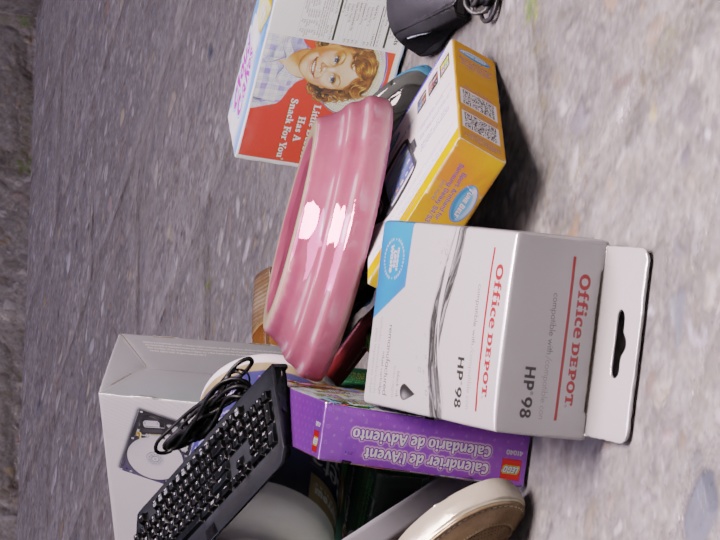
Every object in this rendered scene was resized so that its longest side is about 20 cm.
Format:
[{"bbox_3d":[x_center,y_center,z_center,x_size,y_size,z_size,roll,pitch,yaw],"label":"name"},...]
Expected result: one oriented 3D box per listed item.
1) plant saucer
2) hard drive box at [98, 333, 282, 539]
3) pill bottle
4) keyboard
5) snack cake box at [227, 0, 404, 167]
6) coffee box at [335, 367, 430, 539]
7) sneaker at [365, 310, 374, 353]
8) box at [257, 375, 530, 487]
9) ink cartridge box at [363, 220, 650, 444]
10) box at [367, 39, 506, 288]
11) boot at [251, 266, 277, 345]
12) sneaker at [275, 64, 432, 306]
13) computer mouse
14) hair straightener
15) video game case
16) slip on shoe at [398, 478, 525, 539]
[{"bbox_3d":[-0.026,-0.026,1.635,0.201,0.050,0.202,-166,90,-84],"label":"plant saucer"},{"bbox_3d":[-0.119,0.155,1.884,0.077,0.155,0.201,-76,-13,-50],"label":"hard drive box"},{"bbox_3d":[-0.070,0.164,1.662,0.201,0.110,0.112,-84,11,-49],"label":"pill bottle"},{"bbox_3d":[-0.111,0.132,1.577,0.200,0.039,0.105,-47,35,39],"label":"keyboard"},{"bbox_3d":[-0.028,-0.180,1.882,0.067,0.114,0.201,-104,26,-54],"label":"snack cake box"},{"bbox_3d":[0.000,0.164,1.756,0.200,0.044,0.124,-117,36,-65],"label":"coffee box"},{"bbox_3d":[0.050,0.021,1.578,0.200,0.076,0.085,178,101,-71],"label":"sneaker"},{"bbox_3d":[0.015,0.104,1.547,0.200,0.136,0.039,-171,89,-76],"label":"box"},{"bbox_3d":[0.082,0.033,1.383,0.200,0.066,0.117,6,90,62],"label":"ink cartridge box"},{"bbox_3d":[0.049,-0.073,1.583,0.119,0.041,0.200,-58,11,23],"label":"box"},{"bbox_3d":[-0.034,0.059,1.911,0.200,0.073,0.156,135,132,-66],"label":"boot"},{"bbox_3d":[0.016,-0.062,1.778,0.073,0.082,0.201,-21,-34,-58],"label":"sneaker"},{"bbox_3d":[0.056,-0.238,1.723,0.200,0.046,0.142,164,111,-74],"label":"computer mouse"},{"bbox_3d":[0.000,0.000,1.728,0.077,0.041,0.200,50,128,21],"label":"hair straightener"},{"bbox_3d":[-0.025,0.226,1.548,0.022,0.200,0.183,44,127,15],"label":"video game case"},{"bbox_3d":[0.033,0.212,1.464,0.200,0.076,0.061,-42,56,8],"label":"slip on shoe"}]
